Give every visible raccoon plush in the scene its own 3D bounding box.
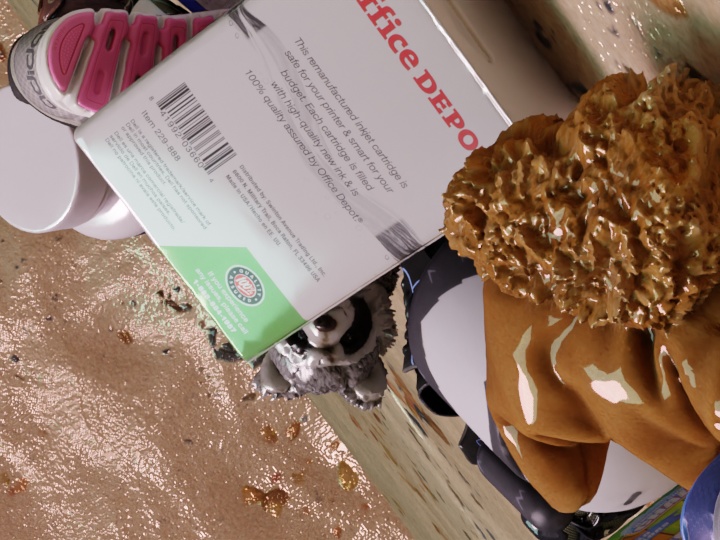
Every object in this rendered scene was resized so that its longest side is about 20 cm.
[{"bbox_3d":[0.000,0.000,1.393,0.200,0.096,0.135,-18,-68,-68],"label":"raccoon plush"}]

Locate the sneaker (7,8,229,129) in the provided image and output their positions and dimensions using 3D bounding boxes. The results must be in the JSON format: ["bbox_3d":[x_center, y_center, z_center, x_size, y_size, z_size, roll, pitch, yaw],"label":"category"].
[{"bbox_3d":[-0.107,-0.106,1.354,0.087,0.199,0.074,4,92,48],"label":"sneaker"}]

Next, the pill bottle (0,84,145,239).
[{"bbox_3d":[-0.136,-0.082,1.550,0.200,0.120,0.120,-15,-122,-49],"label":"pill bottle"}]

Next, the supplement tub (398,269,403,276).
[{"bbox_3d":[-0.049,-0.074,1.691,0.200,0.122,0.123,50,172,19],"label":"supplement tub"}]

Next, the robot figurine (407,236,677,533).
[{"bbox_3d":[0.101,0.041,1.306,0.200,0.125,0.150,45,169,49],"label":"robot figurine"}]

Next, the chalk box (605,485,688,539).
[{"bbox_3d":[0.197,0.194,1.423,0.124,0.125,0.200,53,171,-3],"label":"chalk box"}]

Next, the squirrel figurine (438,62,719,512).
[{"bbox_3d":[0.129,0.017,1.018,0.200,0.141,0.187,54,166,-27],"label":"squirrel figurine"}]

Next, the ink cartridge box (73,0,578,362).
[{"bbox_3d":[-0.015,-0.071,1.214,0.146,0.200,0.084,54,-149,-7],"label":"ink cartridge box"}]

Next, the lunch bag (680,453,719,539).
[{"bbox_3d":[0.223,0.124,0.912,0.200,0.136,0.132,54,173,-18],"label":"lunch bag"}]

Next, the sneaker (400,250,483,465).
[{"bbox_3d":[0.051,0.032,1.462,0.070,0.078,0.200,57,178,-41],"label":"sneaker"}]

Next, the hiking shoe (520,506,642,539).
[{"bbox_3d":[0.144,0.124,1.486,0.076,0.101,0.200,40,171,16],"label":"hiking shoe"}]

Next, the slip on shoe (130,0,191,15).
[{"bbox_3d":[-0.076,-0.091,1.479,0.076,0.061,0.200,47,-174,40],"label":"slip on shoe"}]

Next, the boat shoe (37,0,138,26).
[{"bbox_3d":[-0.162,-0.162,1.475,0.200,0.072,0.072,-83,-16,-64],"label":"boat shoe"}]

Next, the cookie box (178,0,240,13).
[{"bbox_3d":[-0.099,-0.203,1.434,0.171,0.075,0.200,47,-175,34],"label":"cookie box"}]
